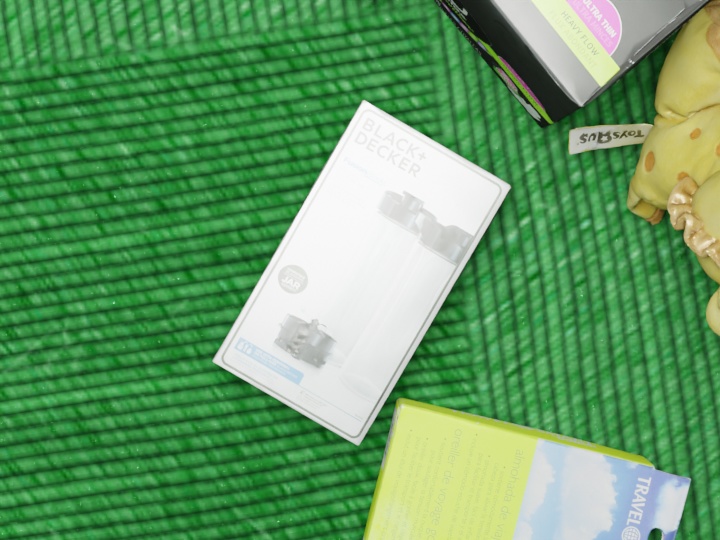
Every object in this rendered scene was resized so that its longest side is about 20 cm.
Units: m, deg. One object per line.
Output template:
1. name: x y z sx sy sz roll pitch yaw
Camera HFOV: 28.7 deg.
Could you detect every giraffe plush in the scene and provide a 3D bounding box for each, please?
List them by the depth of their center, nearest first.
1. giraffe plush: 0.243 -0.057 0.858 0.200 0.162 0.173 -21 130 7

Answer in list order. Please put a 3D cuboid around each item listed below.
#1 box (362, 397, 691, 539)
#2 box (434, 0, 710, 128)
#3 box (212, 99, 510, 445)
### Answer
1. box: 0.108 0.168 0.953 0.200 0.048 0.122 14 93 0
2. box: 0.122 -0.185 0.864 0.124 0.200 0.149 -41 92 2
3. box: 0.000 0.000 0.942 0.117 0.060 0.200 31 92 -1
